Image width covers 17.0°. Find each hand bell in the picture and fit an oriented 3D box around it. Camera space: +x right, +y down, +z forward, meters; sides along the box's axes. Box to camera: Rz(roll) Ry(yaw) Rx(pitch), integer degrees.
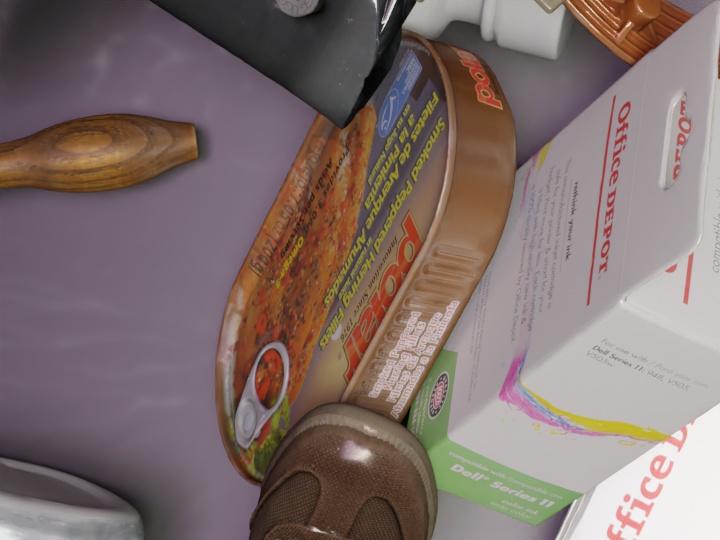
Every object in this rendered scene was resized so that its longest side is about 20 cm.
[{"bbox_3d":[-0.168,-0.043,1.017,0.199,0.104,0.105,-7,89,-6],"label":"hand bell"}]

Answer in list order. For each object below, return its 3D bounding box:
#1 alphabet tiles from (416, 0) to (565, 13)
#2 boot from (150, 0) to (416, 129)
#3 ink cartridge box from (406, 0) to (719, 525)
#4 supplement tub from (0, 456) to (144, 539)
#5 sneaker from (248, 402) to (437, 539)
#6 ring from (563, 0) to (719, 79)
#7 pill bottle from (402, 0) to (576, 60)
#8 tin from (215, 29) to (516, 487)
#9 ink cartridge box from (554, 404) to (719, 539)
[{"bbox_3d":[0.058,-0.190,0.883,0.200,0.006,0.166,-40,79,-20],"label":"alphabet tiles"},{"bbox_3d":[-0.082,-0.111,0.905,0.199,0.066,0.165,27,113,-1],"label":"boot"},{"bbox_3d":[0.097,0.002,0.889,0.067,0.200,0.117,23,55,-18],"label":"ink cartridge box"},{"bbox_3d":[-0.169,0.180,0.984,0.122,0.123,0.201,15,92,7],"label":"supplement tub"},{"bbox_3d":[-0.020,0.139,0.937,0.070,0.076,0.200,18,134,0],"label":"sneaker"},{"bbox_3d":[0.135,-0.156,0.933,0.200,0.019,0.201,12,64,-27],"label":"ring"},{"bbox_3d":[-0.003,-0.155,0.965,0.199,0.120,0.120,17,92,8],"label":"pill bottle"},{"bbox_3d":[0.000,0.000,0.953,0.042,0.112,0.200,13,122,-26],"label":"tin"},{"bbox_3d":[0.190,0.103,0.957,0.199,0.083,0.147,27,92,7],"label":"ink cartridge box"}]
